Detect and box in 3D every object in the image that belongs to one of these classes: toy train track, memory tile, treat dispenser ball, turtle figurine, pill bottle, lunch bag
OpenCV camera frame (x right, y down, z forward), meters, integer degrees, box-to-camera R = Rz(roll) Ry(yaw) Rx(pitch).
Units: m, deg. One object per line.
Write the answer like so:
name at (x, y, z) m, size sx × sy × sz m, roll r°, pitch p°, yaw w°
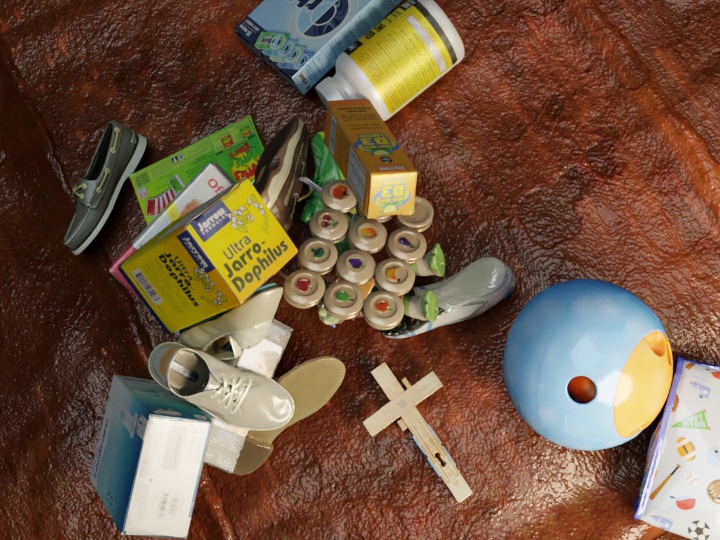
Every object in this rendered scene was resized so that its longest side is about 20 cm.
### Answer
toy train track at (0.079, 0.211, 1.243) m, size 0.114 × 0.033 × 0.201 m, roll -33°, pitch 77°, yaw -7°
memory tile at (0.001, -0.025, 1.174) m, size 0.151 × 0.017 × 0.202 m, roll 15°, pitch 56°, yaw 6°
treat dispenser ball at (0.269, 0.112, 1.139) m, size 0.198 × 0.201 × 0.204 m, roll -3°, pitch 75°, yaw 10°
turtle figurine at (0.000, 0.000, 1.210) m, size 0.191 × 0.144 × 0.202 m, roll 1°, pitch 120°, yaw 20°
pill bottle at (0.038, -0.284, 1.338) m, size 0.199 × 0.113 × 0.113 m, roll -38°, pitch 72°, yaw -1°
lunch bag at (0.427, 0.218, 1.123) m, size 0.168 × 0.124 × 0.203 m, roll 15°, pitch 86°, yaw 15°

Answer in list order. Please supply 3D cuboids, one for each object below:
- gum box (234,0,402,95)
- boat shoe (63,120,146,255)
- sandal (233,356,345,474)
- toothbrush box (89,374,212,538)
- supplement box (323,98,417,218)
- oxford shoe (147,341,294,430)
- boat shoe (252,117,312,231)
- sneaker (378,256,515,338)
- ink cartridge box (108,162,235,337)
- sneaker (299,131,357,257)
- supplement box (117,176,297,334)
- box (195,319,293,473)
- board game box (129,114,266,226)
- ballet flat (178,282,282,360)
gum box at (-0.064, -0.373, 1.392) m, size 0.200 × 0.045 × 0.170 m, roll -44°, pitch 53°, yaw -3°
boat shoe at (-0.385, -0.122, 1.392) m, size 0.072 × 0.060 × 0.204 m, roll 7°, pitch 68°, yaw 54°
sandal at (-0.112, 0.173, 1.271) m, size 0.212 × 0.077 × 0.070 m, roll -48°, pitch 33°, yaw 10°
toothbrush box at (-0.268, 0.229, 1.202) m, size 0.084 × 0.199 × 0.149 m, roll 12°, pitch 91°, yaw -29°
supplement box at (0.010, -0.147, 1.220) m, size 0.066 × 0.069 × 0.201 m, roll -6°, pitch 39°, yaw -18°
oxford shoe at (-0.166, 0.146, 1.166) m, size 0.199 × 0.058 × 0.076 m, roll 29°, pitch 77°, yaw -24°
boat shoe at (-0.101, -0.124, 1.300) m, size 0.074 × 0.075 × 0.204 m, roll -30°, pitch 29°, yaw 39°
sneaker at (0.113, 0.046, 1.263) m, size 0.198 × 0.072 × 0.073 m, roll -23°, pitch 53°, yaw 19°
ink cartridge box at (-0.221, -0.029, 1.303) m, size 0.145 × 0.083 × 0.200 m, roll 44°, pitch 89°, yaw -11°
sneaker at (-0.048, -0.100, 1.326) m, size 0.082 × 0.074 × 0.203 m, roll -12°, pitch 73°, yaw 3°
supplement box at (-0.188, -0.013, 1.153) m, size 0.109 × 0.199 × 0.110 m, roll -44°, pitch 104°, yaw -36°
box at (-0.173, 0.152, 1.259) m, size 0.060 × 0.116 × 0.202 m, roll 28°, pitch 80°, yaw -27°
board game box at (-0.224, -0.131, 1.383) m, size 0.198 × 0.048 × 0.103 m, roll -26°, pitch 73°, yaw 4°
ballet flat at (-0.152, 0.072, 1.176) m, size 0.199 × 0.069 × 0.070 m, roll -24°, pitch 66°, yaw 46°
